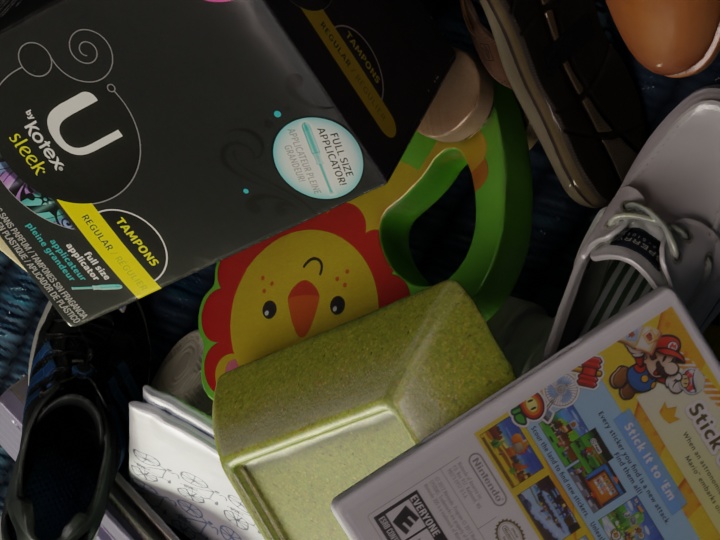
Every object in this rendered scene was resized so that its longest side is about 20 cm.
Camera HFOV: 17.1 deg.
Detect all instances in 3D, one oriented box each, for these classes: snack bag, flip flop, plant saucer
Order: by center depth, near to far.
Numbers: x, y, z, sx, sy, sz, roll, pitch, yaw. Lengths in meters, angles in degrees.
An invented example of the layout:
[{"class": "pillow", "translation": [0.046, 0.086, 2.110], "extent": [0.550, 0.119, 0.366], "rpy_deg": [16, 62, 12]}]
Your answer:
[{"class": "plant saucer", "translation": [0.020, 0.124, 1.144], "extent": [0.200, 0.048, 0.200], "rpy_deg": [-24, 99, 49]}, {"class": "flip flop", "translation": [0.082, -0.123, 1.165], "extent": [0.057, 0.081, 0.201], "rpy_deg": [0, 120, 48]}, {"class": "snack bag", "translation": [-0.044, 0.147, 1.349], "extent": [0.199, 0.021, 0.189], "rpy_deg": [29, 158, 5]}]

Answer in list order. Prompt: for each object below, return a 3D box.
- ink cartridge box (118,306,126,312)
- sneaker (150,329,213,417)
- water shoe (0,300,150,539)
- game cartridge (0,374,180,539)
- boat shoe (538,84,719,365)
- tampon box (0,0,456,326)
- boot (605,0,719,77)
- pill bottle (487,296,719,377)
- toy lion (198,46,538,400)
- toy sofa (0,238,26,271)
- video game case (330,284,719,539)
[{"class": "ink cartridge box", "translation": [-0.192, -0.070, 1.397], "extent": [0.200, 0.039, 0.100], "rpy_deg": [36, 128, 16]}, {"class": "sneaker", "translation": [-0.050, 0.074, 1.360], "extent": [0.084, 0.075, 0.200], "rpy_deg": [29, 155, -27]}, {"class": "water shoe", "translation": [-0.155, 0.078, 1.360], "extent": [0.071, 0.201, 0.079], "rpy_deg": [13, 150, -10]}, {"class": "game cartridge", "translation": [-0.147, 0.157, 1.451], "extent": [0.200, 0.038, 0.130], "rpy_deg": [47, 159, 5]}, {"class": "boat shoe", "translation": [0.138, 0.001, 1.119], "extent": [0.073, 0.067, 0.201], "rpy_deg": [17, 81, 26]}, {"class": "tampon box", "translation": [-0.085, -0.093, 1.141], "extent": [0.199, 0.126, 0.150], "rpy_deg": [-25, 111, 32]}, {"class": "boot", "translation": [0.101, -0.161, 1.070], "extent": [0.073, 0.155, 0.201], "rpy_deg": [1, 114, 33]}, {"class": "pill bottle", "translation": [0.146, 0.076, 1.194], "extent": [0.199, 0.112, 0.113], "rpy_deg": [17, 123, 26]}, {"class": "toy lion", "translation": [0.000, 0.000, 1.222], "extent": [0.199, 0.069, 0.193], "rpy_deg": [-12, 74, 36]}, {"class": "toy sofa", "translation": [-0.132, -0.096, 1.294], "extent": [0.083, 0.098, 0.200], "rpy_deg": [40, 116, -13]}, {"class": "video game case", "translation": [0.114, 0.138, 1.073], "extent": [0.182, 0.023, 0.200], "rpy_deg": [-32, 95, -2]}]
